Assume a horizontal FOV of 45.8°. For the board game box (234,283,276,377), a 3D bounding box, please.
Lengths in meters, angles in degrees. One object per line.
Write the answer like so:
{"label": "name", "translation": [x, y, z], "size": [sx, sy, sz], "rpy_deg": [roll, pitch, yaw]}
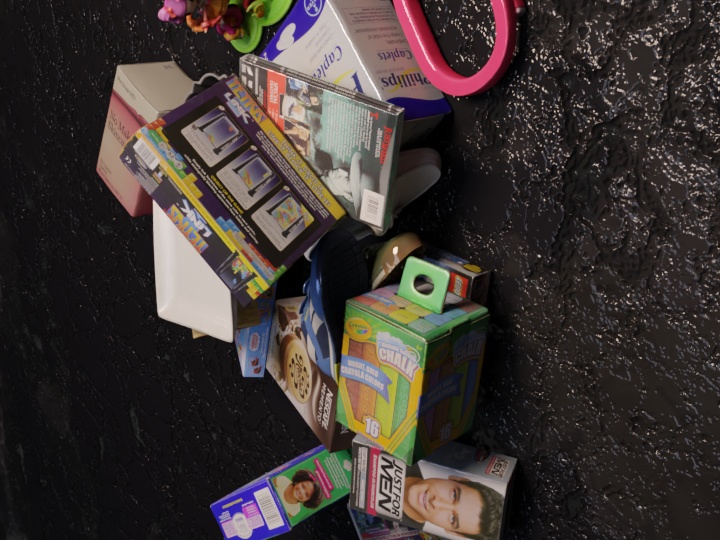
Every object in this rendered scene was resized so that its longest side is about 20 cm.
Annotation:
{"label": "board game box", "translation": [-0.156, 0.029, 1.247], "size": [0.152, 0.036, 0.203], "rpy_deg": [-118, 33, -57]}

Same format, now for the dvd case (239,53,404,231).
{"label": "dvd case", "translation": [-0.049, -0.141, 0.942], "size": [0.197, 0.022, 0.148], "rpy_deg": [23, 130, 21]}

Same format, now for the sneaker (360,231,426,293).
{"label": "sneaker", "translation": [0.000, 0.000, 1.046], "size": [0.090, 0.067, 0.201], "rpy_deg": [53, 138, 17]}

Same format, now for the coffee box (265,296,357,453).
{"label": "coffee box", "translation": [-0.048, 0.134, 1.152], "size": [0.200, 0.079, 0.115], "rpy_deg": [43, 131, 47]}

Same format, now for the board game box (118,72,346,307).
{"label": "board game box", "translation": [-0.129, -0.089, 0.902], "size": [0.201, 0.165, 0.056], "rpy_deg": [51, 131, -6]}

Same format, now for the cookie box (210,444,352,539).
{"label": "cookie box", "translation": [-0.080, 0.299, 1.181], "size": [0.171, 0.198, 0.076], "rpy_deg": [-35, 79, 46]}

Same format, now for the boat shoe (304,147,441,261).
{"label": "boat shoe", "translation": [0.015, -0.070, 1.006], "size": [0.198, 0.071, 0.070], "rpy_deg": [-30, 51, 12]}

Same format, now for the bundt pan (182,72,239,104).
{"label": "bundt pan", "translation": [-0.173, -0.180, 1.218], "size": [0.200, 0.075, 0.206], "rpy_deg": [16, 112, 42]}

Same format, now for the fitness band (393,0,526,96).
{"label": "fitness band", "translation": [0.103, -0.292, 0.931], "size": [0.143, 0.037, 0.203], "rpy_deg": [-30, 80, 49]}

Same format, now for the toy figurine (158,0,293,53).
{"label": "toy figurine", "translation": [-0.203, -0.373, 1.111], "size": [0.151, 0.182, 0.201], "rpy_deg": [49, 132, 23]}

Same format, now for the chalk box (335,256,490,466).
{"label": "chalk box", "translation": [0.060, 0.090, 0.968], "size": [0.123, 0.123, 0.204], "rpy_deg": [23, 118, 38]}

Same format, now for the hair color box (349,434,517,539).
{"label": "hair color box", "translation": [0.087, 0.264, 1.052], "size": [0.196, 0.061, 0.101], "rpy_deg": [11, 112, 20]}

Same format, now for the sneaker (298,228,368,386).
{"label": "sneaker", "translation": [-0.038, 0.041, 1.003], "size": [0.082, 0.073, 0.204], "rpy_deg": [30, 131, 43]}

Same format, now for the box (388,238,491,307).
{"label": "box", "translation": [0.085, 0.073, 1.057], "size": [0.136, 0.039, 0.204], "rpy_deg": [27, 120, 39]}

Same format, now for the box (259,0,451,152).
{"label": "box", "translation": [-0.020, -0.215, 1.029], "size": [0.184, 0.104, 0.202], "rpy_deg": [-40, 74, 45]}

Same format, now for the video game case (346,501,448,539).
{"label": "video game case", "translation": [0.077, 0.392, 1.178], "size": [0.199, 0.023, 0.185], "rpy_deg": [-28, 82, 48]}

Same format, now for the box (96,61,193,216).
{"label": "box", "translation": [-0.327, -0.207, 1.345], "size": [0.128, 0.108, 0.202], "rpy_deg": [46, 131, 26]}

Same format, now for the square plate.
{"label": "square plate", "translation": [-0.218, -0.022, 1.137], "size": [0.196, 0.028, 0.205], "rpy_deg": [11, 105, 48]}

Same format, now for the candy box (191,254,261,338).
{"label": "candy box", "translation": [-0.204, -0.014, 1.187], "size": [0.115, 0.055, 0.204], "rpy_deg": [-15, 85, 51]}
